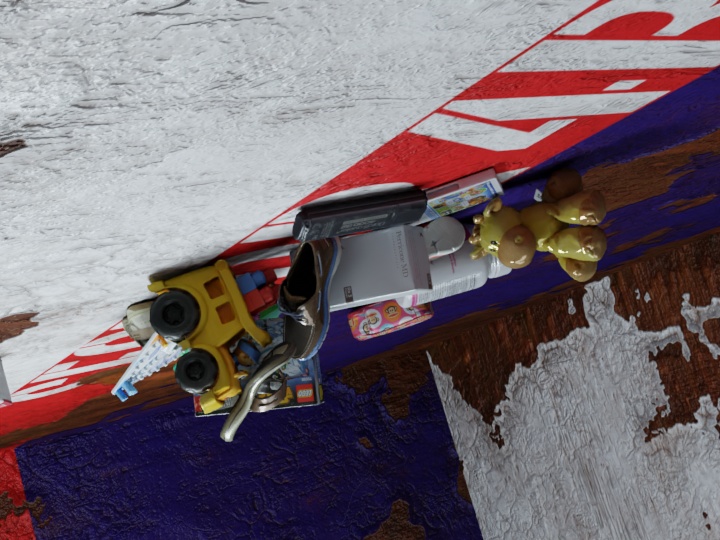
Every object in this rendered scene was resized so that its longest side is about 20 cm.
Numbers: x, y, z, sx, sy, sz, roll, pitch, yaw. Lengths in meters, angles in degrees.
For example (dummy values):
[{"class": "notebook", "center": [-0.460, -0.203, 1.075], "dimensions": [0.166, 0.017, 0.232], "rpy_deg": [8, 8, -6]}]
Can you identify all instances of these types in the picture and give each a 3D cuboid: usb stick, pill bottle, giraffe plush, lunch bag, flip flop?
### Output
[{"class": "usb stick", "center": [0.002, -0.074, 1.425], "dimensions": [0.199, 0.033, 0.056], "rpy_deg": [-12, 148, -30]}, {"class": "pill bottle", "center": [0.150, -0.015, 1.820], "dimensions": [0.199, 0.114, 0.113], "rpy_deg": [-15, 171, -11]}, {"class": "giraffe plush", "center": [0.255, -0.064, 1.622], "dimensions": [0.161, 0.173, 0.200], "rpy_deg": [-13, -157, -22]}, {"class": "lunch bag", "center": [0.076, 0.108, 2.533], "dimensions": [0.199, 0.082, 0.176], "rpy_deg": [-18, 172, 6]}, {"class": "flip flop", "center": [-0.141, 0.180, 1.544], "dimensions": [0.200, 0.057, 0.081], "rpy_deg": [-57, -179, 26]}]

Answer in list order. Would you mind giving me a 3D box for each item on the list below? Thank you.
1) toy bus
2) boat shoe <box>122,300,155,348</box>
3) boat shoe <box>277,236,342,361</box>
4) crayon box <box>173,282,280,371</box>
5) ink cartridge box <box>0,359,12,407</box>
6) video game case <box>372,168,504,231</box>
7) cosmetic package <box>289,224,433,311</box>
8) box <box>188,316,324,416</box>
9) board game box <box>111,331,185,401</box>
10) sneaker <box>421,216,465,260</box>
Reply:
[{"class": "toy bus", "center": [-0.191, 0.082, 1.547], "dimensions": [0.191, 0.201, 0.136], "rpy_deg": [-24, 173, -6]}, {"class": "boat shoe", "center": [-0.348, 0.100, 1.748], "dimensions": [0.072, 0.065, 0.200], "rpy_deg": [-14, 171, -15]}, {"class": "boat shoe", "center": [-0.085, 0.038, 1.528], "dimensions": [0.072, 0.201, 0.072], "rpy_deg": [18, -164, 27]}, {"class": "crayon box", "center": [-0.213, 0.107, 1.753], "dimensions": [0.119, 0.058, 0.200], "rpy_deg": [-32, 168, -50]}, {"class": "ink cartridge box", "center": [-0.673, 0.200, 1.692], "dimensions": [0.199, 0.083, 0.147], "rpy_deg": [-16, 172, -9]}, {"class": "video game case", "center": [0.107, -0.097, 1.555], "dimensions": [0.199, 0.018, 0.143], "rpy_deg": [-18, 170, 10]}, {"class": "cosmetic package", "center": [0.000, 0.000, 1.598], "dimensions": [0.199, 0.102, 0.074], "rpy_deg": [-14, 173, 27]}, {"class": "box", "center": [-0.161, 0.144, 1.619], "dimensions": [0.199, 0.138, 0.040], "rpy_deg": [-7, 177, 14]}, {"class": "board game box", "center": [-0.293, 0.118, 1.742], "dimensions": [0.200, 0.026, 0.200], "rpy_deg": [-31, 166, -50]}, {"class": "sneaker", "center": [0.071, -0.028, 1.715], "dimensions": [0.199, 0.077, 0.082], "rpy_deg": [-13, 172, -20]}]
